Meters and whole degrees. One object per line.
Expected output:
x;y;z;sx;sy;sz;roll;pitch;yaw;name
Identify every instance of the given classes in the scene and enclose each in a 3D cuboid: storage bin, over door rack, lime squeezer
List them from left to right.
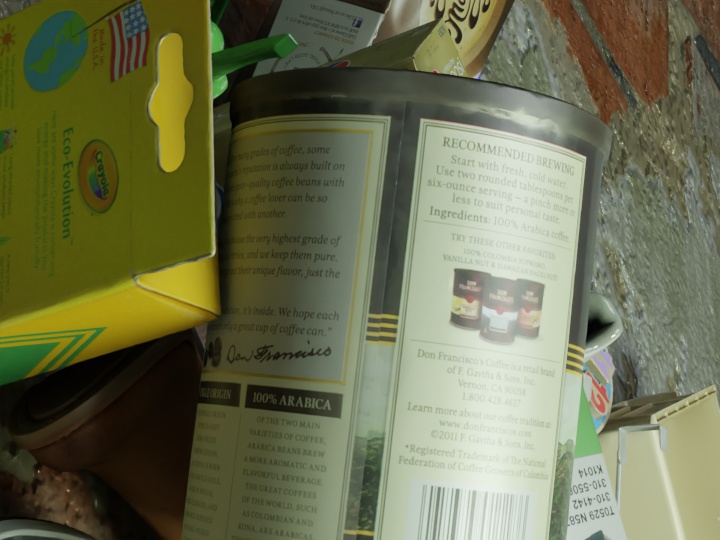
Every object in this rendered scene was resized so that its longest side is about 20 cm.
-0.080;-0.131;0.848;0.038;0.071;0.200;31;14;-20;lime squeezer
0.136;0.181;1.056;0.148;0.066;0.201;30;71;-52;over door rack
0.244;0.204;1.228;0.198;0.093;0.201;-8;83;-62;storage bin

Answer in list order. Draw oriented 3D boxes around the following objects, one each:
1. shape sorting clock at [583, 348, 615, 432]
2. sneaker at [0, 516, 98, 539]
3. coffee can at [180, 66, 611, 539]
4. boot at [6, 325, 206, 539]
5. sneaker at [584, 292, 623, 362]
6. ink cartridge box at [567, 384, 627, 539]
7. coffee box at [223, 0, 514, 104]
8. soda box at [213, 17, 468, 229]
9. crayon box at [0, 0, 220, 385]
0.124;0.032;1.128;0.200;0.039;0.201;35;41;-38;shape sorting clock
-0.073;0.172;0.617;0.200;0.120;0.084;46;65;-42;sneaker
0.011;0.040;0.577;0.146;0.146;0.201;17;79;-57;coffee can
-0.075;0.104;0.686;0.200;0.073;0.156;-26;93;-77;boot
0.088;0.030;0.994;0.199;0.099;0.078;0;68;-39;sneaker
0.055;0.156;0.708;0.145;0.084;0.201;-6;75;-40;ink cartridge box
0.008;-0.127;0.877;0.113;0.080;0.201;24;93;-56;coffee box
-0.044;-0.047;0.721;0.064;0.199;0.068;65;23;-16;soda box
-0.121;-0.030;0.577;0.051;0.199;0.128;26;55;-52;crayon box
